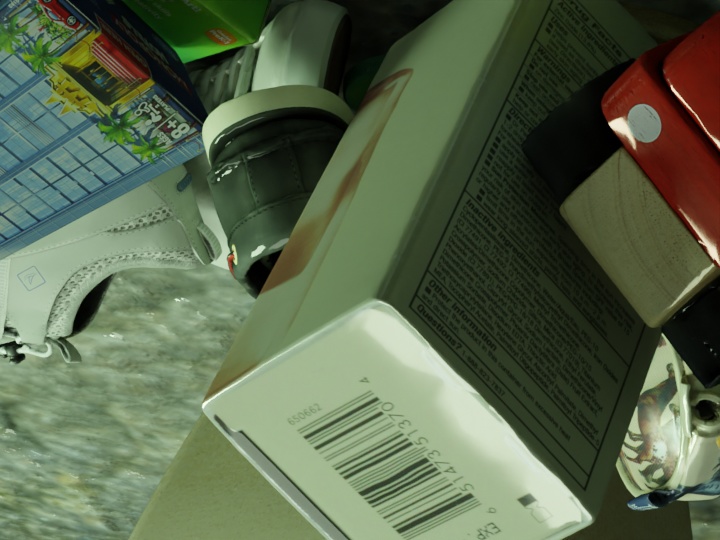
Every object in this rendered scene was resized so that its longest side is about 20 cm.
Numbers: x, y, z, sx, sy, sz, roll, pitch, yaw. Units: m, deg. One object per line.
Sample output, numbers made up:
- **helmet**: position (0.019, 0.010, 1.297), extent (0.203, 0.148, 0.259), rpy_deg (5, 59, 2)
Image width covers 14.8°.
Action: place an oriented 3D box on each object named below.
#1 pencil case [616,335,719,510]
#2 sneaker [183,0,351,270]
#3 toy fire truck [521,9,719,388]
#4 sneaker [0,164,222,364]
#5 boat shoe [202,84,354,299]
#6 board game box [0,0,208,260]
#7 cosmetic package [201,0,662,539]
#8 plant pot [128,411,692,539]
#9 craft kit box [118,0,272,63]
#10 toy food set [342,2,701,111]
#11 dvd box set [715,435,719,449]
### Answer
- **pencil case**: position (0.193, 0.051, 1.062), extent (0.200, 0.078, 0.089), rpy_deg (-1, -165, -17)
- **sneaker**: position (-0.056, -0.050, 1.077), extent (0.085, 0.073, 0.200), rpy_deg (16, 155, -5)
- **toy fire truck**: position (0.179, -0.060, 0.829), extent (0.129, 0.176, 0.200), rpy_deg (53, 131, 10)
- **sneaker**: position (-0.144, 0.010, 1.072), extent (0.200, 0.075, 0.082), rpy_deg (-30, 98, 26)
- **boat shoe**: position (-0.003, 0.001, 1.019), extent (0.074, 0.063, 0.201), rpy_deg (-19, 155, 11)
- **board game box**: position (-0.188, -0.053, 0.947), extent (0.200, 0.062, 0.200), rpy_deg (-39, 133, 10)
- **cosmetic package**: position (0.039, -0.003, 0.892), extent (0.087, 0.200, 0.103), rpy_deg (-31, 111, 38)
- **plant pot**: position (0.039, 0.107, 1.211), extent (0.200, 0.177, 0.200), rpy_deg (-2, 149, 32)
- **craft kit box**: position (-0.166, -0.131, 1.019), extent (0.197, 0.049, 0.200), rpy_deg (-9, 144, 45)
- **toy food set**: position (0.090, -0.039, 1.045), extent (0.200, 0.049, 0.198), rpy_deg (15, 154, 4)
- **dvd box set**: position (0.239, 0.028, 0.961), extent (0.200, 0.029, 0.146), rpy_deg (-40, 143, 21)
